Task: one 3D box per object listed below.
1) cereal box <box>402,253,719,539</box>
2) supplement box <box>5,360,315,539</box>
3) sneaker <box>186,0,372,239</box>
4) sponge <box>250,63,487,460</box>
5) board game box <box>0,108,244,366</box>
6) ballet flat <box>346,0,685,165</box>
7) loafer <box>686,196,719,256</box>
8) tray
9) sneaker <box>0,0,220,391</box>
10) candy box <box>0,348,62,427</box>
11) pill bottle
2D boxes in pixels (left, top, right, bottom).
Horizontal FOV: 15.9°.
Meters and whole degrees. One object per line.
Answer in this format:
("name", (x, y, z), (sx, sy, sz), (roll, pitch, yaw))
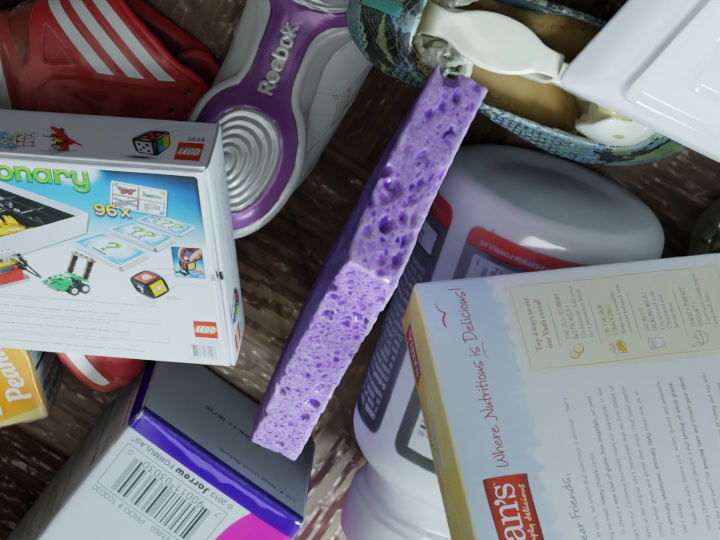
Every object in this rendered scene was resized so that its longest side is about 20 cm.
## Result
("cereal box", (0.129, 0.065, 1.133), (0.200, 0.144, 0.040), (-5, 152, -13))
("supplement box", (-0.122, 0.151, 1.311), (0.101, 0.103, 0.200), (36, 108, -10))
("sneaker", (-0.031, -0.107, 1.226), (0.075, 0.100, 0.200), (31, 87, 0))
("sponge", (0.000, 0.000, 1.188), (0.030, 0.112, 0.200), (26, 150, -3))
("board game box", (-0.157, -0.017, 1.181), (0.200, 0.035, 0.126), (5, 135, 9))
("ballet flat", (0.088, -0.090, 1.186), (0.200, 0.074, 0.074), (13, 113, -26))
("loafer", (0.216, 0.054, 1.270), (0.076, 0.067, 0.200), (-21, 92, 8))
("tray", (0.199, -0.078, 1.160), (0.200, 0.022, 0.107), (23, 126, -28))
("sneaker", (-0.113, -0.042, 1.252), (0.115, 0.078, 0.200), (-15, 110, 11))
("candy box", (-0.233, -0.013, 1.282), (0.115, 0.055, 0.200), (-12, 109, 8))
("pill bottle", (0.063, 0.050, 1.251), (0.116, 0.116, 0.200), (18, 111, -2))
